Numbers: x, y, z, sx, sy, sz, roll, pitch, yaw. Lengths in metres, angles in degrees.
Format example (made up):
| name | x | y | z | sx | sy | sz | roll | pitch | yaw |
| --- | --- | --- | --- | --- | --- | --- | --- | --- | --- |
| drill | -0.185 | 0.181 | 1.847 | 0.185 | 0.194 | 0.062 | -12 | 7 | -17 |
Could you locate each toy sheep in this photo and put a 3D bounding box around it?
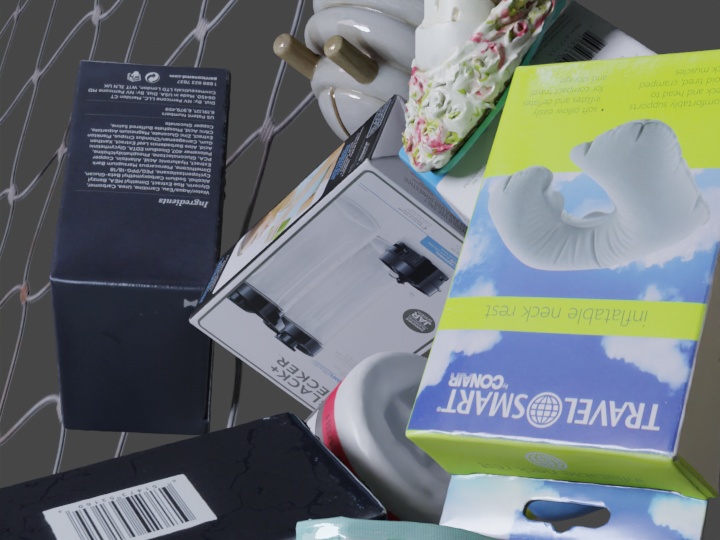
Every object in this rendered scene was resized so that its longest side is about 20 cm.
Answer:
| name | x | y | z | sx | sy | sz | roll | pitch | yaw |
| --- | --- | --- | --- | --- | --- | --- | --- | --- | --- |
| toy sheep | 0.024 | -0.140 | 0.942 | 0.138 | 0.137 | 0.202 | 11 | 72 | 62 |

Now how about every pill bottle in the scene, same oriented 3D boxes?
| name | x | y | z | sx | sy | sz | roll | pitch | yaw |
| --- | --- | --- | --- | --- | --- | --- | --- | --- | --- |
| pill bottle | -0.014 | 0.144 | 0.842 | 0.200 | 0.110 | 0.111 | -48 | 34 | 34 |

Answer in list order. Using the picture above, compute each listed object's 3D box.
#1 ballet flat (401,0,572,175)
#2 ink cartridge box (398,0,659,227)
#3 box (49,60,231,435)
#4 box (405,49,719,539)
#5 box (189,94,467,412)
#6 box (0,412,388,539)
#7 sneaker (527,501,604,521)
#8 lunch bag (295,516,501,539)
| name | x | y | z | sx | sy | sz | roll | pitch | yaw |
| --- | --- | --- | --- | --- | --- | --- | --- | --- | --- |
| ballet flat | 0.070 | -0.140 | 0.711 | 0.201 | 0.064 | 0.076 | -53 | 19 | 4 |
| ink cartridge box | 0.120 | -0.034 | 0.707 | 0.116 | 0.068 | 0.200 | -46 | 43 | 2 |
| box | -0.159 | -0.014 | 1.129 | 0.198 | 0.116 | 0.202 | 101 | 170 | -53 |
| box | 0.096 | 0.008 | 0.615 | 0.121 | 0.048 | 0.202 | 0 | 62 | 37 |
| box | 0.000 | 0.000 | 0.899 | 0.200 | 0.116 | 0.060 | -37 | 22 | 44 |
| box | -0.089 | 0.199 | 0.704 | 0.123 | 0.198 | 0.201 | -144 | 45 | -59 |
| sneaker | 0.107 | 0.031 | 0.765 | 0.078 | 0.066 | 0.202 | -21 | 47 | 28 |
| lunch bag | 0.048 | 0.197 | 0.598 | 0.122 | 0.198 | 0.172 | -29 | 48 | 50 |
